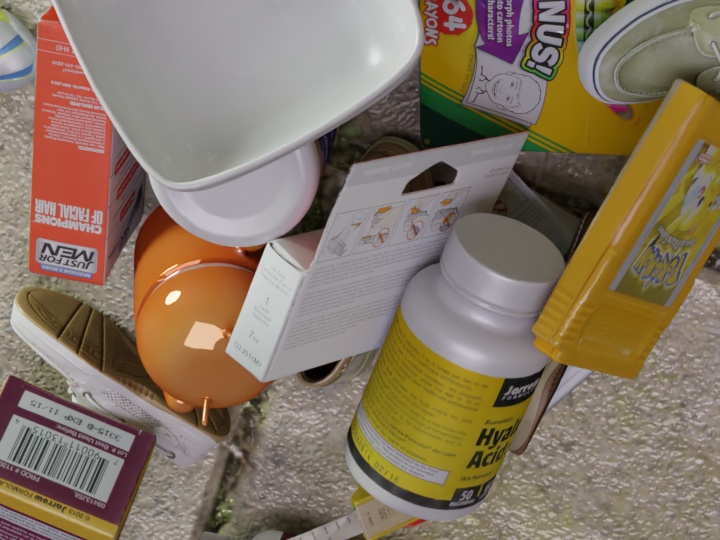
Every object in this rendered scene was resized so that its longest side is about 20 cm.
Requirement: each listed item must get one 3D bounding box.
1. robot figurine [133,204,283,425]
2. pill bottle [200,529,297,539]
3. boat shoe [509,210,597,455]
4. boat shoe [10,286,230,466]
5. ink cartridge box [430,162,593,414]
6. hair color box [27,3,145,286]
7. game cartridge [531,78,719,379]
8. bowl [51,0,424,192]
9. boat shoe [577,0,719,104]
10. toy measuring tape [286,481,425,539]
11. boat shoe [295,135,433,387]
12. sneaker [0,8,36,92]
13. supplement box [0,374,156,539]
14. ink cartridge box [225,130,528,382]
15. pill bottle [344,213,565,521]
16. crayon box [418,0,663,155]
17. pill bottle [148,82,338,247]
[{"bbox_3d":[-0.107,0.021,1.477,0.143,0.201,0.117,-28,122,12],"label":"robot figurine"},{"bbox_3d":[-0.040,0.275,1.659,0.198,0.113,0.114,12,120,3],"label":"pill bottle"},{"bbox_3d":[0.123,0.038,1.475,0.072,0.072,0.201,26,121,9],"label":"boat shoe"},{"bbox_3d":[-0.199,0.091,1.610,0.199,0.071,0.069,37,118,-12],"label":"boat shoe"},{"bbox_3d":[0.102,0.006,1.537,0.200,0.047,0.160,48,118,2],"label":"ink cartridge box"},{"bbox_3d":[-0.193,-0.105,1.478,0.063,0.111,0.201,10,119,6],"label":"hair color box"},{"bbox_3d":[0.201,-0.021,1.391,0.032,0.176,0.201,32,98,26],"label":"game cartridge"},{"bbox_3d":[-0.075,-0.158,1.262,0.199,0.075,0.201,-29,79,-2],"label":"bowl"},{"bbox_3d":[0.242,-0.154,1.356,0.199,0.062,0.072,-19,122,-10],"label":"boat shoe"},{"bbox_3d":[-0.002,0.179,1.604,0.199,0.074,0.074,-23,116,-12],"label":"toy measuring tape"},{"bbox_3d":[0.000,0.000,1.512,0.074,0.066,0.201,22,114,17],"label":"boat shoe"},{"bbox_3d":[-0.335,-0.164,1.473,0.199,0.105,0.076,19,121,0],"label":"sneaker"},{"bbox_3d":[-0.252,0.195,1.624,0.130,0.104,0.200,23,140,-4],"label":"supplement box"},{"bbox_3d":[0.013,-0.021,1.395,0.043,0.199,0.174,38,121,28],"label":"ink cartridge box"},{"bbox_3d":[0.068,0.065,1.418,0.111,0.112,0.201,20,121,-1],"label":"pill bottle"},{"bbox_3d":[0.127,-0.182,1.408,0.171,0.058,0.201,3,119,9],"label":"crayon box"},{"bbox_3d":[-0.071,-0.110,1.402,0.115,0.200,0.117,4,119,6],"label":"pill bottle"}]
